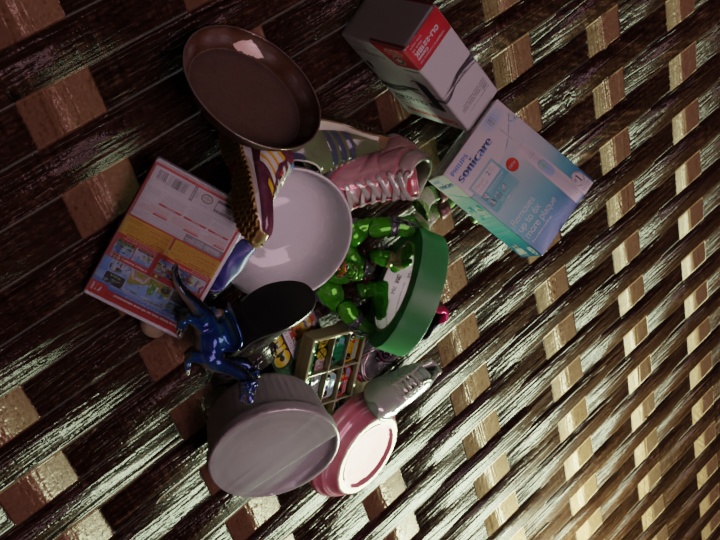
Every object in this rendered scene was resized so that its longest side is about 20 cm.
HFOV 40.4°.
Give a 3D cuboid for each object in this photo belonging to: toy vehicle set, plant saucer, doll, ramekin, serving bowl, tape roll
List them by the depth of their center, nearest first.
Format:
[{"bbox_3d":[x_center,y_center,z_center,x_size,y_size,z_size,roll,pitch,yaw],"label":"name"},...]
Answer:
[{"bbox_3d":[-0.143,-0.227,1.254,0.200,0.201,0.034,-3,150,-42],"label":"plant saucer"},{"bbox_3d":[-0.220,0.018,1.323,0.200,0.048,0.136,-44,120,3],"label":"doll"},{"bbox_3d":[-0.115,-0.060,1.390,0.199,0.066,0.201,-8,116,-17],"label":"serving bowl"},{"bbox_3d":[-0.138,0.240,1.456,0.201,0.094,0.203,-12,134,-13],"label":"ramekin"},{"bbox_3d":[0.072,0.032,1.533,0.048,0.200,0.201,20,94,-15],"label":"tape roll"},{"bbox_3d":[-0.058,0.180,1.570,0.124,0.026,0.201,-12,124,-45],"label":"toy vehicle set"},{"bbox_3d":[-0.004,0.301,1.657,0.200,0.051,0.201,-34,140,-35],"label":"plant saucer"}]

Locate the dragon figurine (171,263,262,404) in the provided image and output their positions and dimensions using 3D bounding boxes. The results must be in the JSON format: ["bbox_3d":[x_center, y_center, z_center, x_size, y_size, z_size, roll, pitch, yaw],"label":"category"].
[{"bbox_3d":[-0.185,0.077,1.264,0.099,0.059,0.201,-11,101,-6],"label":"dragon figurine"}]

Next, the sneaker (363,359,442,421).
[{"bbox_3d":[0.071,0.191,1.643,0.080,0.071,0.200,-36,175,29],"label":"sneaker"}]

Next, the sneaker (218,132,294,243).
[{"bbox_3d":[-0.120,-0.122,1.260,0.090,0.201,0.075,4,147,-30],"label":"sneaker"}]

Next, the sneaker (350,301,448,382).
[{"bbox_3d":[0.062,0.110,1.644,0.200,0.075,0.081,-44,133,-18],"label":"sneaker"}]

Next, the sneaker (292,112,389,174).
[{"bbox_3d":[-0.050,-0.178,1.425,0.200,0.067,0.090,5,112,-44],"label":"sneaker"}]

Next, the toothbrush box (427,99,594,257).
[{"bbox_3d":[0.228,-0.137,1.489,0.200,0.085,0.147,39,81,-9],"label":"toothbrush box"}]

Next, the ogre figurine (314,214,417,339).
[{"bbox_3d":[0.000,0.000,1.500,0.119,0.098,0.200,17,123,-20],"label":"ogre figurine"}]

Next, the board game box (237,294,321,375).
[{"bbox_3d":[-0.112,0.094,1.512,0.105,0.023,0.201,-38,130,-22],"label":"board game box"}]

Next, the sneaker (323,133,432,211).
[{"bbox_3d":[0.025,-0.132,1.478,0.200,0.105,0.076,-37,140,-26],"label":"sneaker"}]

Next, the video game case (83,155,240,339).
[{"bbox_3d":[-0.248,-0.027,1.267,0.143,0.017,0.201,29,98,-18],"label":"video game case"}]

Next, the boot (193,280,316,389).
[{"bbox_3d":[-0.144,0.095,1.393,0.199,0.069,0.174,-30,162,-2],"label":"boot"}]

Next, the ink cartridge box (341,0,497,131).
[{"bbox_3d":[0.089,-0.304,1.435,0.084,0.144,0.200,-56,135,-6],"label":"ink cartridge box"}]

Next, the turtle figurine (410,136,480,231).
[{"bbox_3d":[0.188,-0.116,1.596,0.193,0.144,0.201,-33,98,-11],"label":"turtle figurine"}]
